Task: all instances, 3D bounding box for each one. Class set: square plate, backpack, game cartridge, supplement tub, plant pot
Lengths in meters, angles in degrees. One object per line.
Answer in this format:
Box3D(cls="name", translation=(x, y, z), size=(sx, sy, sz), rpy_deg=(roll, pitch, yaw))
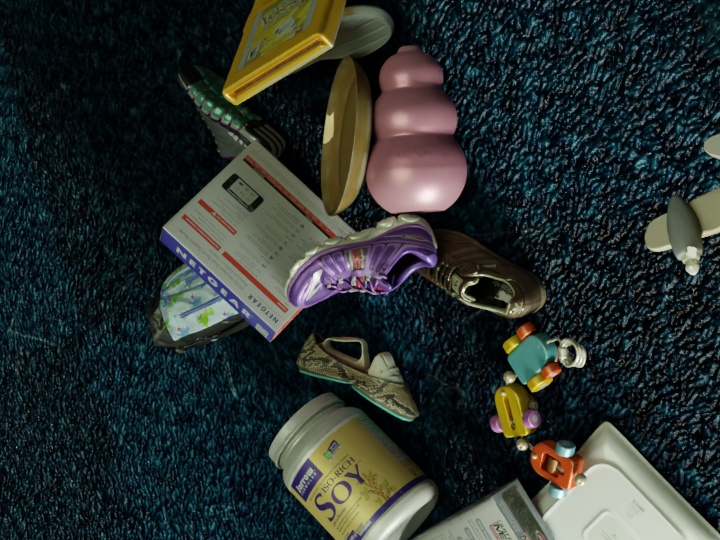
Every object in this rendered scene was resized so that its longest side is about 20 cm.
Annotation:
Box3D(cls="square plate", translation=(0.304, 0.317, 1.395), size=(0.200, 0.028, 0.198), rpy_deg=(46, 123, 19))
Box3D(cls="backpack", translation=(-0.176, 0.022, 1.599), size=(0.199, 0.163, 0.154), rpy_deg=(-10, 91, 28))
Box3D(cls="game cartridge", translation=(-0.087, -0.317, 1.454), size=(0.176, 0.032, 0.200), rpy_deg=(-24, 42, 37))
Box3D(cls="supplement tub", translation=(-0.011, 0.274, 1.539), size=(0.200, 0.145, 0.146), rpy_deg=(43, 121, 20))
Box3D(cls="plant pot", translation=(-0.017, -0.166, 1.455), size=(0.200, 0.027, 0.201), rpy_deg=(-174, 90, -76))

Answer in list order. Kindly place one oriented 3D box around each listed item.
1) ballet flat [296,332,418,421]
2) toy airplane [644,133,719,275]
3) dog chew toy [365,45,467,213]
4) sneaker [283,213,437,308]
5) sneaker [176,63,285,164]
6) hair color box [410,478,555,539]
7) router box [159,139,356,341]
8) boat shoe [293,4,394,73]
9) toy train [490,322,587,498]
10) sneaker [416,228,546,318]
Box3D(cls="ballet flat", translation=(0.000, 0.132, 1.556), size=(0.200, 0.068, 0.076), rpy_deg=(22, 97, 33))
Box3D(cls="toy airplane", translation=(0.405, -0.067, 1.168), size=(0.199, 0.141, 0.201), rpy_deg=(32, 117, 27))
Box3D(cls="dog chew toy", translation=(0.065, -0.171, 1.408), size=(0.124, 0.124, 0.201), rpy_deg=(-2, 91, 36))
Box3D(cls="sneaker", translation=(0.000, 0.000, 1.423), size=(0.199, 0.081, 0.084), rpy_deg=(-24, 58, 7))
Box3D(cls="sneaker", translation=(-0.196, -0.201, 1.615), size=(0.200, 0.074, 0.088), rpy_deg=(44, 127, 19))
Box3D(cls="hair color box", translation=(0.148, 0.353, 1.478), size=(0.200, 0.061, 0.099), rpy_deg=(-42, 76, 44))
Box3D(cls="router box", translation=(-0.127, -0.041, 1.509), size=(0.200, 0.180, 0.049), rpy_deg=(43, 157, 3))
Box3D(cls="boat shoe", translation=(-0.043, -0.309, 1.480), size=(0.199, 0.067, 0.074), rpy_deg=(-8, 139, 32))
Box3D(cls="toy train", translation=(0.229, 0.160, 1.388), size=(0.150, 0.055, 0.201), rpy_deg=(21, 115, 45))
Box3D(cls="sneaker", translation=(0.128, 0.001, 1.423), size=(0.200, 0.075, 0.071), rpy_deg=(22, 112, 30))
